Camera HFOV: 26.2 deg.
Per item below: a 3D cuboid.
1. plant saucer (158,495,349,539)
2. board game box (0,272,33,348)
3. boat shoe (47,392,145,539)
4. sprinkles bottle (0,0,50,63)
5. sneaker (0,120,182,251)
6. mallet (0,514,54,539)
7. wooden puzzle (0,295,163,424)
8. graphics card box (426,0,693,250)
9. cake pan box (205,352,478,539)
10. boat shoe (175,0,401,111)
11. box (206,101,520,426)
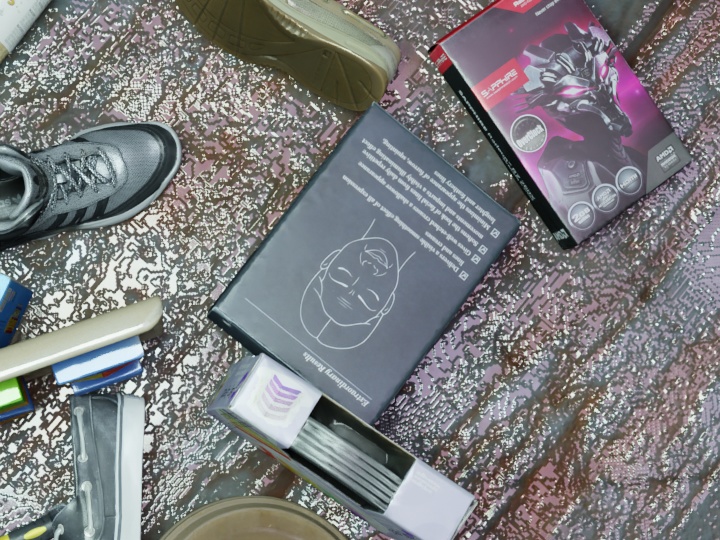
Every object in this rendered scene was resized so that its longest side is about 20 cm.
[{"bbox_3d":[-0.075,0.265,1.164,0.198,0.030,0.202,7,65,-14],"label":"plant saucer"},{"bbox_3d":[-0.338,-0.006,1.092,0.194,0.200,0.056,25,84,-5],"label":"board game box"},{"bbox_3d":[-0.197,0.187,1.139,0.067,0.072,0.202,5,72,-14],"label":"boat shoe"},{"bbox_3d":[-0.265,-0.225,1.186,0.068,0.068,0.201,36,82,-4],"label":"sprinkles bottle"},{"bbox_3d":[-0.226,-0.065,1.156,0.198,0.114,0.076,-20,89,-10],"label":"sneaker"},{"bbox_3d":[-0.276,0.201,1.170,0.199,0.041,0.066,-30,88,-14],"label":"mallet"},{"bbox_3d":[-0.225,0.073,1.101,0.184,0.200,0.047,-19,89,-9],"label":"wooden puzzle"},{"bbox_3d":[0.161,-0.133,1.252,0.125,0.051,0.201,-34,92,-10],"label":"graphics card box"},{"bbox_3d":[-0.020,0.132,1.129,0.183,0.200,0.053,33,79,-7],"label":"cake pan box"},{"bbox_3d":[-0.060,-0.201,1.222,0.199,0.072,0.065,29,46,-1],"label":"boat shoe"},{"bbox_3d":[0.000,0.000,1.189,0.148,0.107,0.201,39,80,-4],"label":"box"}]
